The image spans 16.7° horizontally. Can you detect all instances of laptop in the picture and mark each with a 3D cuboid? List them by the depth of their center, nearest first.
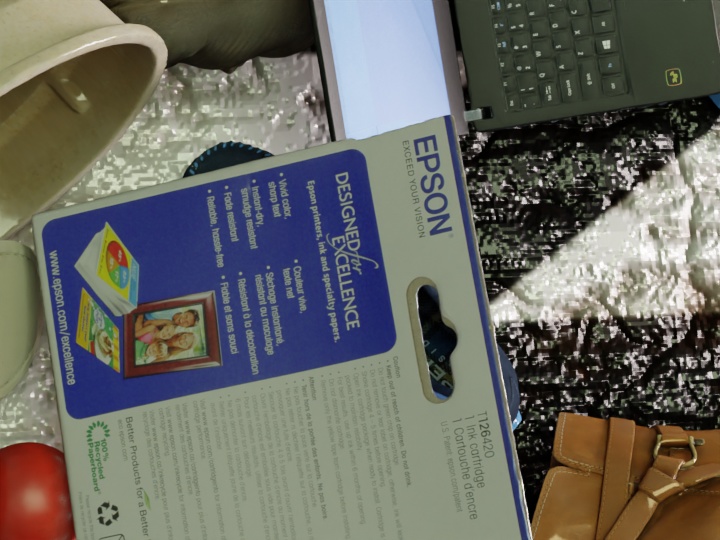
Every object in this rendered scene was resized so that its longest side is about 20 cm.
[{"bbox_3d":[0.069,-0.156,1.145,0.200,0.103,0.177,-9,93,-3],"label":"laptop"}]

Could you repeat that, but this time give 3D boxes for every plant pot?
[{"bbox_3d":[-0.217,-0.105,1.061,0.200,0.200,0.184,-35,81,-22],"label":"plant pot"}]

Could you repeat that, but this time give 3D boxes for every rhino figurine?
[{"bbox_3d":[-0.046,-0.128,1.164,0.200,0.087,0.060,-13,88,-31],"label":"rhino figurine"}]

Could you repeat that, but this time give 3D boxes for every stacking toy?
[{"bbox_3d":[-0.217,0.102,1.073,0.200,0.085,0.085,6,78,-24],"label":"stacking toy"}]

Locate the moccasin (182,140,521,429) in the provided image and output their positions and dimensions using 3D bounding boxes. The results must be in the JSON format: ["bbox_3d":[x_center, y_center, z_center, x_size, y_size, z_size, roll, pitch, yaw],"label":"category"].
[{"bbox_3d":[0.000,0.000,1.139,0.200,0.068,0.080,36,74,14],"label":"moccasin"}]

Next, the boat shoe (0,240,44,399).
[{"bbox_3d":[-0.197,0.036,1.054,0.059,0.200,0.072,-3,108,20],"label":"boat shoe"}]

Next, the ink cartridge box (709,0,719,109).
[{"bbox_3d":[0.201,-0.189,1.264,0.200,0.085,0.145,48,69,-4],"label":"ink cartridge box"}]

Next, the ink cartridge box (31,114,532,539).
[{"bbox_3d":[-0.035,0.050,1.072,0.200,0.047,0.198,-12,74,10],"label":"ink cartridge box"}]

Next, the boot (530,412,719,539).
[{"bbox_3d":[0.171,0.093,1.207,0.155,0.074,0.200,13,39,12],"label":"boot"}]
